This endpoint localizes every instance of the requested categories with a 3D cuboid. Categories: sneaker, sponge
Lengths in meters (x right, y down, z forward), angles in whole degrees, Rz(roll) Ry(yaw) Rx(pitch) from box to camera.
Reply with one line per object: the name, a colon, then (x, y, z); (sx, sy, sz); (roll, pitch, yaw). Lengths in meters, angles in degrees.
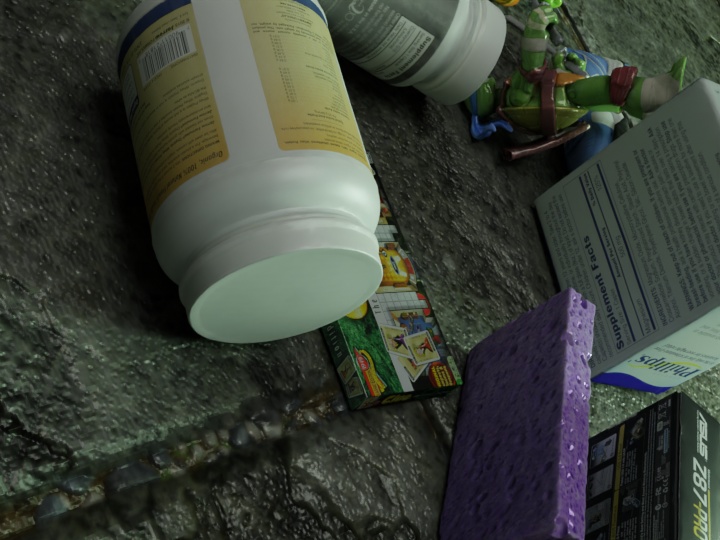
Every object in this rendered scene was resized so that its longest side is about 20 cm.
sneaker: (0.218, -0.147, 1.116); (0.076, 0.076, 0.201); (21, 43, -9)
sponge: (0.108, 0.112, 0.773); (0.030, 0.111, 0.202); (36, 42, -21)

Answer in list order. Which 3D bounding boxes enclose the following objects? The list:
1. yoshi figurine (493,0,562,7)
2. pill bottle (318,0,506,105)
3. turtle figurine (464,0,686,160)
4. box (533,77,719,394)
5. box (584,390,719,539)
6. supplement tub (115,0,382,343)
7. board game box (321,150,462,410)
yoshi figurine: (0.190, -0.337, 1.187); (0.112, 0.112, 0.200); (52, 33, 1)
pill bottle: (0.018, -0.224, 0.931); (0.198, 0.113, 0.115); (25, 46, -30)
turtle figurine: (0.197, -0.199, 1.021); (0.191, 0.145, 0.202); (10, 58, 13)
box: (0.271, -0.022, 0.961); (0.104, 0.199, 0.186); (13, 53, -39)
box: (0.156, 0.194, 0.721); (0.049, 0.161, 0.201); (37, 41, -18)
supplement tub: (-0.069, -0.071, 0.708); (0.143, 0.144, 0.202); (7, 58, -41)
board game box: (0.000, 0.000, 0.821); (0.104, 0.023, 0.202); (-4, 65, -43)
